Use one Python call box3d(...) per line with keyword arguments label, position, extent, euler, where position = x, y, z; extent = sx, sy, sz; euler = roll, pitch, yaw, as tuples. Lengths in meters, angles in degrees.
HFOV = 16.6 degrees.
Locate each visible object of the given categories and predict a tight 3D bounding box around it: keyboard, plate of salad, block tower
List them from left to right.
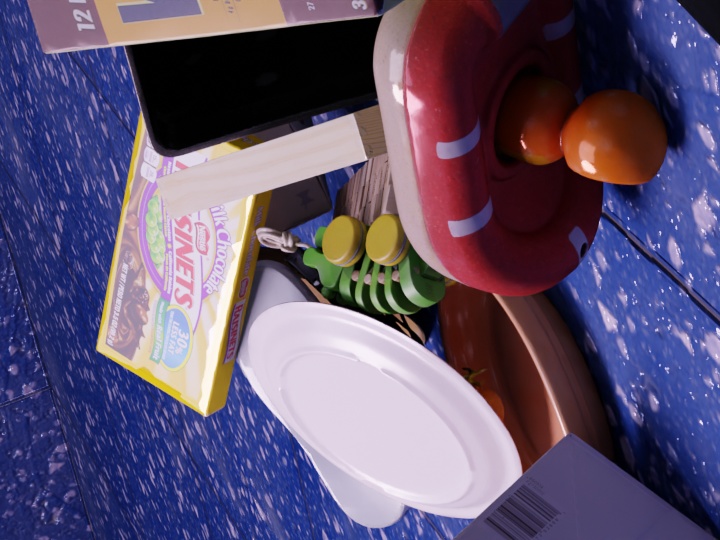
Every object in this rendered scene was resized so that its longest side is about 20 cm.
box3d(label="plate of salad", position=(0.019, 0.083, 1.557), extent=(0.199, 0.048, 0.201), euler=(25, 149, 16))
box3d(label="block tower", position=(0.024, -0.040, 1.570), extent=(0.200, 0.054, 0.058), euler=(146, 134, -76))
box3d(label="keyboard", position=(0.027, 0.041, 1.638), extent=(0.200, 0.040, 0.104), euler=(45, 177, -29))

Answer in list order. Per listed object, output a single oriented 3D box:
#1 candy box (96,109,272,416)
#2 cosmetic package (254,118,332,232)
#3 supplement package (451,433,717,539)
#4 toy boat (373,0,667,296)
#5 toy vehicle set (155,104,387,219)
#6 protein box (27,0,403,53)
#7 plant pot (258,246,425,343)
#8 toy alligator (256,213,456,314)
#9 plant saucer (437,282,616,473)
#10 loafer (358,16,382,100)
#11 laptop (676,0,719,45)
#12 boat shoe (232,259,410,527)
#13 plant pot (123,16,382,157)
box3d(label="candy box", position=(-0.115, -0.011, 1.617), extent=(0.102, 0.026, 0.201), euler=(28, 122, 23))
box3d(label="cosmetic package", position=(-0.090, -0.108, 1.724), extent=(0.200, 0.103, 0.088), euler=(-106, -8, -54))
box3d(label="supplement package", position=(0.121, 0.217, 1.407), extent=(0.120, 0.121, 0.201), euler=(35, 149, 28))
box3d(label="toy boat", position=(0.092, -0.073, 1.226), extent=(0.130, 0.131, 0.201), euler=(20, 143, 28))
box3d(label="toy vehicle set", position=(-0.013, -0.074, 1.418), extent=(0.199, 0.124, 0.027), euler=(-14, 95, 52))
box3d(label="protein box", position=(-0.038, -0.205, 1.160), extent=(0.199, 0.198, 0.136), euler=(-2, 113, 36))
box3d(label="plant pot", position=(-0.050, 0.022, 1.756), extent=(0.200, 0.199, 0.028), euler=(119, 161, -72))
box3d(label="toy alligator", position=(0.000, 0.000, 1.504), extent=(0.199, 0.059, 0.055), euler=(-1, 73, 48))
box3d(label="plant saucer", position=(0.106, 0.083, 1.513), extent=(0.200, 0.037, 0.201), euler=(159, 90, -77))
box3d(label="loafer", position=(-0.003, -0.142, 1.534), extent=(0.200, 0.069, 0.070), euler=(-129, 23, -52))
box3d(label="laptop", position=(0.161, -0.185, 0.991), extent=(0.177, 0.103, 0.202), euler=(-170, 86, -73))
box3d(label="boat shoe", position=(-0.019, 0.073, 1.670), extent=(0.201, 0.071, 0.091), euler=(61, -155, -11))
box3d(label="plant pot", position=(-0.058, -0.209, 1.437), extent=(0.178, 0.198, 0.201), euler=(-114, 9, -66))
